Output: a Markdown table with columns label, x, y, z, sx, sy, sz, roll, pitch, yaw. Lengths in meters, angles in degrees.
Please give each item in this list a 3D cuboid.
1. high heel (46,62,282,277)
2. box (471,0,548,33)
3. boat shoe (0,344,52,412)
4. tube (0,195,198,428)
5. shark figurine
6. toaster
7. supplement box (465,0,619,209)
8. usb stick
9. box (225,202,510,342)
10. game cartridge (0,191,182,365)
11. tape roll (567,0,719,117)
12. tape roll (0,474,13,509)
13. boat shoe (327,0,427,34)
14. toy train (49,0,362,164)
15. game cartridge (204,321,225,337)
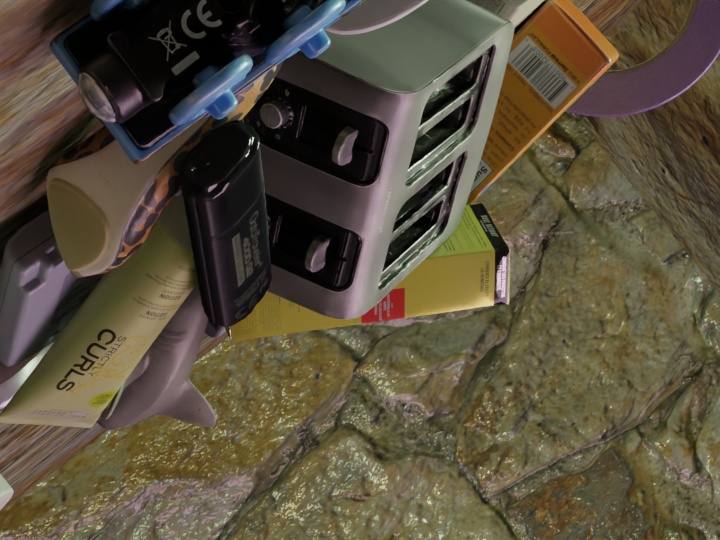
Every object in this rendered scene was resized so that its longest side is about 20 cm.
| label | x | y | z | sx | sy | sz | roll | pitch | yaw |
| --- | --- | --- | --- | --- | --- | --- | --- | --- | --- |
| high heel | -0.105 | -0.072 | 1.156 | 0.142 | 0.072 | 0.200 | -31 | 162 | -33 |
| box | 0.086 | -0.211 | 1.398 | 0.078 | 0.095 | 0.200 | -41 | 179 | -11 |
| boat shoe | -0.241 | 0.082 | 1.500 | 0.071 | 0.068 | 0.200 | -20 | -169 | 11 |
| tube | -0.157 | 0.038 | 1.282 | 0.200 | 0.058 | 0.052 | -50 | -171 | 31 |
| shark figurine | -0.147 | 0.089 | 1.427 | 0.214 | 0.089 | 0.129 | -45 | -158 | 53 |
| toaster | 0.001 | -0.090 | 1.300 | 0.200 | 0.118 | 0.182 | -41 | 153 | -51 |
| supplement box | 0.094 | -0.105 | 1.441 | 0.200 | 0.069 | 0.067 | -43 | 179 | 17 |
| usb stick | -0.077 | -0.024 | 1.169 | 0.056 | 0.033 | 0.200 | -50 | 165 | -19 |
| box | 0.000 | 0.000 | 1.386 | 0.198 | 0.050 | 0.075 | -7 | -149 | -12 |
| game cartridge | -0.161 | -0.023 | 1.308 | 0.200 | 0.040 | 0.134 | -38 | 163 | -34 |
| tape roll | 0.190 | -0.219 | 1.533 | 0.200 | 0.200 | 0.066 | -40 | 178 | 8 |
| tape roll | -0.309 | 0.133 | 1.092 | 0.202 | 0.139 | 0.203 | -39 | 177 | -3 |
| boat shoe | 0.047 | -0.212 | 1.175 | 0.200 | 0.070 | 0.066 | -47 | 176 | -1 |
| toy train | -0.053 | -0.128 | 0.932 | 0.200 | 0.087 | 0.114 | -39 | -177 | -18 |
| game cartridge | -0.061 | -0.016 | 1.521 | 0.133 | 0.041 | 0.200 | -43 | 178 | -17 |
